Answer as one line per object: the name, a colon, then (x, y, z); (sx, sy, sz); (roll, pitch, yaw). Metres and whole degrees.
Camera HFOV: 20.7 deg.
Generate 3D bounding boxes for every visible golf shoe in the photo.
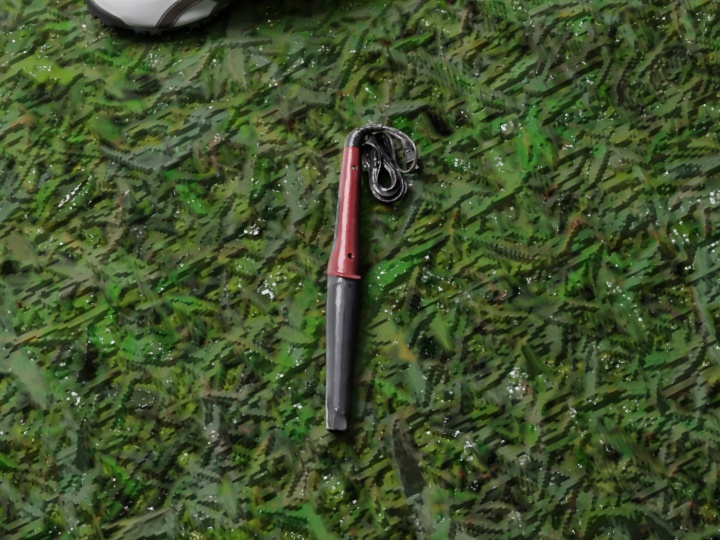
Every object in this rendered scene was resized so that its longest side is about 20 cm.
golf shoe: (-0.090, -0.213, 1.265); (0.198, 0.095, 0.078); (-14, 66, 6)

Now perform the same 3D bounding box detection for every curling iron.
curling iron: (0.000, 0.000, 1.191); (0.049, 0.026, 0.202); (5, 68, 15)
